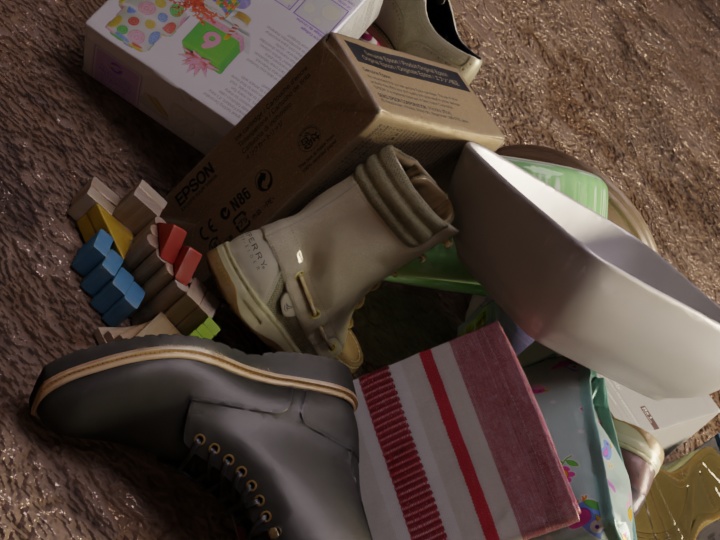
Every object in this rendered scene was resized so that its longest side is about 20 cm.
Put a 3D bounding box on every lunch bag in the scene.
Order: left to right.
[{"bbox_3d":[0.089,0.144,1.108,0.201,0.169,0.122,-93,161,-53],"label":"lunch bag"}]

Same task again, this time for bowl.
[{"bbox_3d":[0.152,0.010,1.147,0.199,0.075,0.200,25,15,-32],"label":"bowl"}]

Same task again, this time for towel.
[{"bbox_3d":[0.019,0.126,1.031,0.023,0.199,0.145,64,5,-53],"label":"towel"}]

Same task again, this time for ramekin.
[{"bbox_3d":[0.100,-0.033,1.328,0.199,0.199,0.099,11,86,-52],"label":"ramekin"}]

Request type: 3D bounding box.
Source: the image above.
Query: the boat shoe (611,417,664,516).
[{"bbox_3d":[0.112,0.130,1.207,0.072,0.199,0.065,74,34,-49],"label":"boat shoe"}]

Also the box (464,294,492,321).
[{"bbox_3d":[0.182,0.075,1.472,0.199,0.041,0.039,35,39,-10],"label":"box"}]

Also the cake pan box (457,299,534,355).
[{"bbox_3d":[0.158,0.142,1.378,0.200,0.052,0.185,40,30,-19],"label":"cake pan box"}]

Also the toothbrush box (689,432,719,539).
[{"bbox_3d":[0.364,0.259,1.512,0.200,0.085,0.147,34,30,-32],"label":"toothbrush box"}]

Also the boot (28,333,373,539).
[{"bbox_3d":[-0.081,0.115,0.964,0.199,0.078,0.139,2,55,-23],"label":"boot"}]

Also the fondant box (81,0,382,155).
[{"bbox_3d":[-0.090,-0.186,1.261,0.144,0.058,0.200,34,57,7],"label":"fondant box"}]

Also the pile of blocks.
[{"bbox_3d":[-0.127,0.016,1.077,0.082,0.062,0.201,-1,55,-58],"label":"pile of blocks"}]

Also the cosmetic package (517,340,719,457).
[{"bbox_3d":[0.190,0.103,1.329,0.107,0.090,0.200,54,29,16],"label":"cosmetic package"}]

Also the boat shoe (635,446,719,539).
[{"bbox_3d":[0.223,0.186,1.322,0.200,0.063,0.074,-19,88,-55],"label":"boat shoe"}]

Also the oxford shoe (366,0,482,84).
[{"bbox_3d":[0.034,-0.217,1.365,0.071,0.074,0.201,-2,55,-56],"label":"oxford shoe"}]

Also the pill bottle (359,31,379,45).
[{"bbox_3d":[-0.036,-0.184,1.426,0.199,0.113,0.114,20,39,-46],"label":"pill bottle"}]

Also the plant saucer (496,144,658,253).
[{"bbox_3d":[0.165,-0.017,1.465,0.200,0.200,0.029,48,55,-3],"label":"plant saucer"}]

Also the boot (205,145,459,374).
[{"bbox_3d":[0.000,0.000,1.157,0.072,0.154,0.200,60,7,30],"label":"boot"}]

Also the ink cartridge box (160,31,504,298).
[{"bbox_3d":[-0.024,-0.065,1.188,0.164,0.200,0.075,5,49,-56],"label":"ink cartridge box"}]
